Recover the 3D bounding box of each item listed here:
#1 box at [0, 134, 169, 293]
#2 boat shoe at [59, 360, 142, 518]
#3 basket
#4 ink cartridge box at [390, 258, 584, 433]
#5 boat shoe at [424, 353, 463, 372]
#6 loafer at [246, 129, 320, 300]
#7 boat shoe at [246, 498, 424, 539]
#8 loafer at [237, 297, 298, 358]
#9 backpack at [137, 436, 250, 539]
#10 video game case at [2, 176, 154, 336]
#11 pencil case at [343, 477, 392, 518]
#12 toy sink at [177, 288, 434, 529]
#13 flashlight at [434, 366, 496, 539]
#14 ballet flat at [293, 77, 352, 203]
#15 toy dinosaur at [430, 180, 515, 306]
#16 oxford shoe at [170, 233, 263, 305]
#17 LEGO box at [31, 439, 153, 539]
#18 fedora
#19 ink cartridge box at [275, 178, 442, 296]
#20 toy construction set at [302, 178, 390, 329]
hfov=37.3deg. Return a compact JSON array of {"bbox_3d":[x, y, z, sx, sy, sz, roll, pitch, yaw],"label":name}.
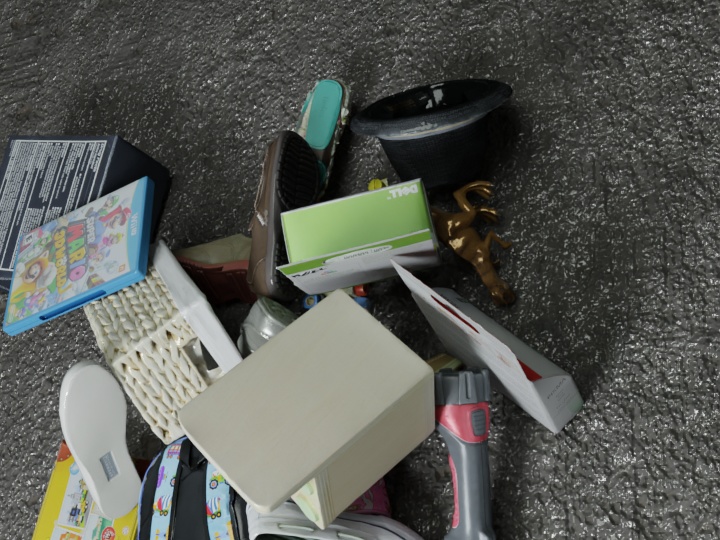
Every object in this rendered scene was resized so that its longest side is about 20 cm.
[{"bbox_3d":[-0.376,-0.061,1.388,0.195,0.123,0.204,4,74,31],"label":"box"},{"bbox_3d":[-0.278,0.169,1.119,0.072,0.202,0.068,-35,44,-26],"label":"boat shoe"},{"bbox_3d":[-0.217,0.078,1.183,0.122,0.137,0.200,-34,30,-10],"label":"basket"},{"bbox_3d":[0.123,0.061,1.013,0.050,0.201,0.160,-46,55,-10],"label":"ink cartridge box"},{"bbox_3d":[0.016,0.129,1.078,0.199,0.074,0.063,-29,66,-20],"label":"boat shoe"},{"bbox_3d":[-0.098,-0.063,1.196,0.070,0.073,0.204,-11,62,38],"label":"loafer"},{"bbox_3d":[-0.021,0.272,1.023,0.067,0.197,0.074,-88,21,-57],"label":"boat shoe"},{"bbox_3d":[-0.097,0.072,1.151,0.069,0.200,0.070,32,84,-1],"label":"loafer"},{"bbox_3d":[-0.144,0.277,1.113,0.180,0.134,0.204,-16,64,23],"label":"backpack"},{"bbox_3d":[-0.327,-0.017,1.242,0.197,0.018,0.145,-21,48,20],"label":"video game case"},{"bbox_3d":[-0.029,0.181,1.121,0.086,0.083,0.203,-28,60,19],"label":"pencil case"},{"bbox_3d":[-0.045,0.140,0.965,0.199,0.113,0.130,-37,57,-24],"label":"toy sink"},{"bbox_3d":[0.097,0.197,1.026,0.067,0.068,0.204,-3,90,11],"label":"flashlight"},{"bbox_3d":[-0.057,-0.132,1.276,0.075,0.064,0.203,23,82,16],"label":"ballet flat"},{"bbox_3d":[0.096,-0.048,1.123,0.199,0.061,0.106,38,63,11],"label":"toy dinosaur"},{"bbox_3d":[-0.168,-0.006,1.297,0.197,0.071,0.075,5,46,32],"label":"oxford shoe"},{"bbox_3d":[-0.296,0.311,1.218,0.147,0.077,0.204,5,73,31],"label":"LEGO box"},{"bbox_3d":[0.083,-0.142,1.155,0.197,0.200,0.093,-4,111,27],"label":"fedora"},{"bbox_3d":[-0.002,-0.037,1.017,0.145,0.200,0.077,-13,80,4],"label":"ink cartridge box"},{"bbox_3d":[0.000,0.000,1.180,0.129,0.092,0.203,-5,57,27],"label":"toy construction set"}]
